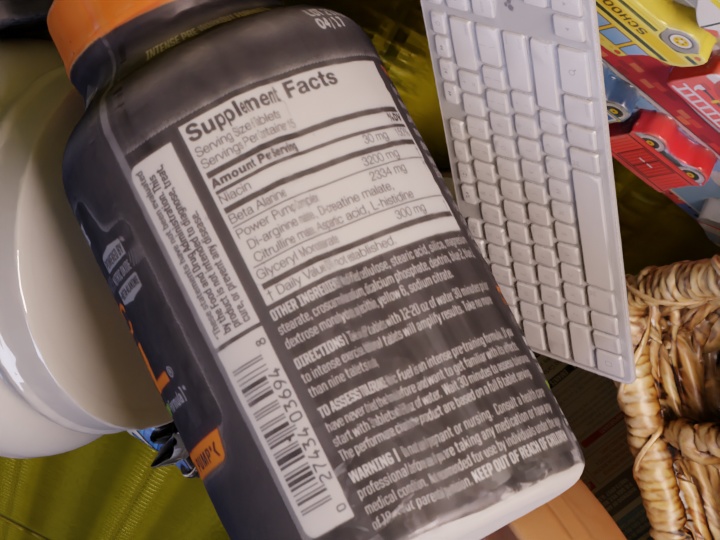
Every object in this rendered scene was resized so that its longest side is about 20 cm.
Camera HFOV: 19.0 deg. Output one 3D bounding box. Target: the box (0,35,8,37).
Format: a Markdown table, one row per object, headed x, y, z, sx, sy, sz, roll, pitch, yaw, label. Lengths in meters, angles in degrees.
| x | y | z | sx | sy | sz | roll | pitch | yaw | label |
| --- | --- | --- | --- | --- | --- | --- | --- | --- | --- |
| -0.208 | -0.093 | 0.871 | 0.200 | 0.039 | 0.136 | 36 | 159 | -27 | box |

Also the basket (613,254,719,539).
| x | y | z | sx | sy | sz | roll | pitch | yaw | label |
| --- | --- | --- | --- | --- | --- | --- | --- | --- | --- |
| 0.170 | 0.080 | 0.626 | 0.148 | 0.144 | 0.199 | 20 | 168 | -32 | basket |

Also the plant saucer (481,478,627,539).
| x | y | z | sx | sy | sz | roll | pitch | yaw | label |
| --- | --- | --- | --- | --- | --- | --- | --- | --- | --- |
| 0.074 | 0.133 | 0.751 | 0.201 | 0.037 | 0.200 | 57 | 167 | 21 | plant saucer |

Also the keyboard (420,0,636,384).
| x | y | z | sx | sy | sz | roll | pitch | yaw | label |
| --- | --- | --- | --- | --- | --- | --- | --- | --- | --- |
| 0.046 | -0.043 | 0.608 | 0.056 | 0.011 | 0.201 | 24 | 145 | 32 | keyboard |

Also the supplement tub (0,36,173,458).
| x | y | z | sx | sy | sz | roll | pitch | yaw | label |
| --- | --- | --- | --- | --- | --- | --- | --- | --- | --- |
| -0.151 | -0.008 | 0.765 | 0.199 | 0.145 | 0.144 | -1 | 150 | 35 | supplement tub |

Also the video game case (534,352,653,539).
| x | y | z | sx | sy | sz | roll | pitch | yaw | label |
| --- | --- | --- | --- | --- | --- | --- | --- | --- | --- |
| 0.098 | 0.117 | 0.831 | 0.200 | 0.018 | 0.143 | 48 | 118 | -3 | video game case |

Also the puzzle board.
| x | y | z | sx | sy | sz | roll | pitch | yaw | label |
| --- | --- | --- | --- | --- | --- | --- | --- | --- | --- |
| 0.117 | -0.042 | 0.609 | 0.200 | 0.017 | 0.150 | 35 | 160 | -26 | puzzle board |

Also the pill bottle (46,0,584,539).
| x | y | z | sx | sy | sz | roll | pitch | yaw | label |
| --- | --- | --- | --- | --- | --- | --- | --- | --- | --- |
| -0.022 | -0.005 | 0.643 | 0.201 | 0.106 | 0.106 | 63 | 165 | 10 | pill bottle |

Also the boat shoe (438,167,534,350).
| x | y | z | sx | sy | sz | roll | pitch | yaw | label |
| --- | --- | --- | --- | --- | --- | --- | --- | --- | --- |
| 0.000 | 0.000 | 0.765 | 0.074 | 0.067 | 0.199 | -2 | 180 | -34 | boat shoe |

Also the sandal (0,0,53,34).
| x | y | z | sx | sy | sz | roll | pitch | yaw | label |
| --- | --- | --- | --- | --- | --- | --- | --- | --- | --- |
| -0.182 | -0.102 | 0.738 | 0.199 | 0.043 | 0.076 | 1 | -173 | 13 | sandal |

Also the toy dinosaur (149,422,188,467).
| x | y | z | sx | sy | sz | roll | pitch | yaw | label |
| --- | --- | --- | --- | --- | --- | --- | --- | --- | --- |
| -0.010 | 0.038 | 0.927 | 0.135 | 0.103 | 0.200 | 14 | 148 | -18 | toy dinosaur |

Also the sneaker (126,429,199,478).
| x | y | z | sx | sy | sz | roll | pitch | yaw | label |
| --- | --- | --- | --- | --- | --- | --- | --- | --- | --- |
| -0.091 | 0.047 | 1.024 | 0.089 | 0.079 | 0.200 | 27 | 175 | 42 | sneaker |
